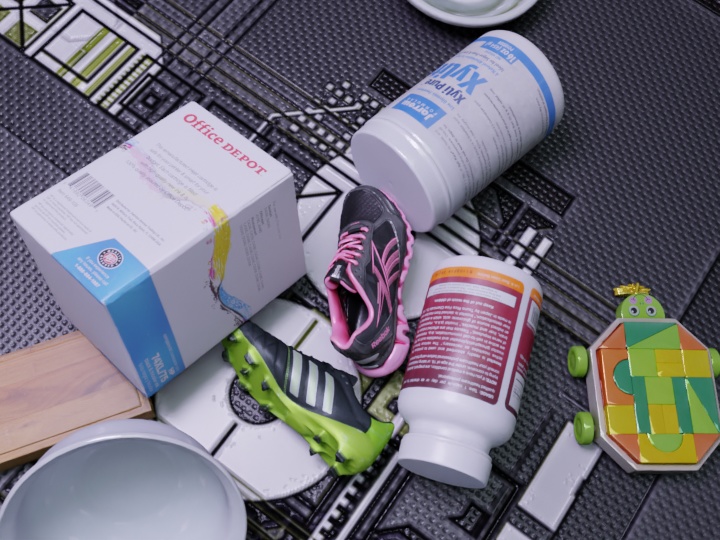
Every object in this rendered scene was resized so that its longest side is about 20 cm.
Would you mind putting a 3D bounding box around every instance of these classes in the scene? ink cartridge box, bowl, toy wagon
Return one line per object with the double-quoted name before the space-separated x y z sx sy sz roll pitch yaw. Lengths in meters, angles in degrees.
"ink cartridge box" -0.173 -0.023 0.776 0.200 0.146 0.147 -39 58 -25
"bowl" -0.201 0.201 0.728 0.200 0.090 0.202 -6 115 -12
"toy wagon" 0.292 0.104 0.866 0.155 0.040 0.201 1 70 -6

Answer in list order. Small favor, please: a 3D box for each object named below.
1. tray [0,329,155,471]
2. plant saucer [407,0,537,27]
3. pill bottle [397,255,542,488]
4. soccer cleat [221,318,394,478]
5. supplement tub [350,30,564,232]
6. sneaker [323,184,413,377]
"tray" -0.305 0.123 0.797 0.199 0.037 0.099 -18 73 -13
"plant saucer" 0.124 -0.365 1.017 0.199 0.050 0.201 2 70 -5
"pill bottle" 0.100 0.096 0.809 0.113 0.113 0.200 17 68 1
"soccer cleat" -0.055 0.111 0.820 0.200 0.068 0.081 43 49 13
"supplement tub" 0.104 -0.148 0.891 0.200 0.132 0.132 -39 78 -19
"sneaker" 0.000 0.000 0.835 0.079 0.095 0.201 -16 65 30
